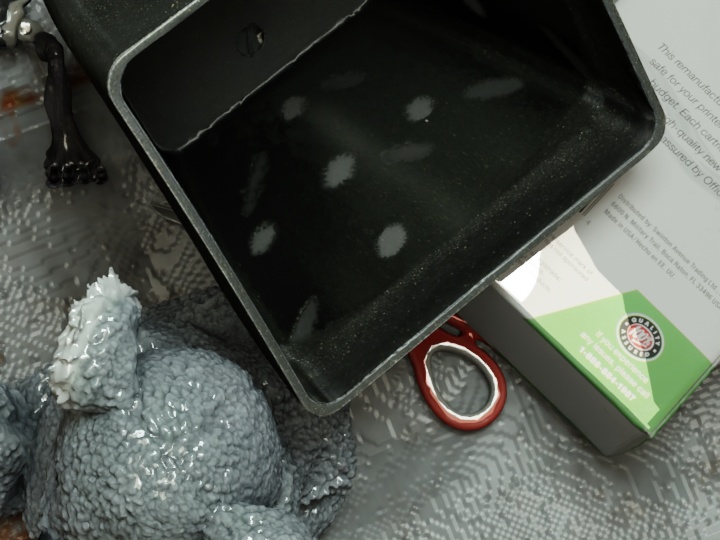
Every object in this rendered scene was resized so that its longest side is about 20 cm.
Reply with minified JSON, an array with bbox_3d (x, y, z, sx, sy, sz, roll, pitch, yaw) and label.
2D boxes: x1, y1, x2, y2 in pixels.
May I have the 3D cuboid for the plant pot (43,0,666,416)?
[{"bbox_3d":[-0.025,-0.098,1.078,0.200,0.177,0.200,-39,128,-11],"label":"plant pot"}]

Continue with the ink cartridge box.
[{"bbox_3d":[0.137,-0.038,1.176,0.146,0.084,0.200,44,76,3],"label":"ink cartridge box"}]

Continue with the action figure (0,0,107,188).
[{"bbox_3d":[-0.162,-0.135,1.167,0.118,0.102,0.201,-7,82,-20],"label":"action figure"}]

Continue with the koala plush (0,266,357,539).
[{"bbox_3d":[-0.082,0.080,1.091,0.183,0.200,0.178,-36,85,-8],"label":"koala plush"}]

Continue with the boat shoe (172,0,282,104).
[{"bbox_3d":[-0.059,-0.176,1.194,0.066,0.074,0.201,2,85,-14],"label":"boat shoe"}]

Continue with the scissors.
[{"bbox_3d":[0.000,0.000,1.205,0.199,0.014,0.073,35,82,3],"label":"scissors"}]
